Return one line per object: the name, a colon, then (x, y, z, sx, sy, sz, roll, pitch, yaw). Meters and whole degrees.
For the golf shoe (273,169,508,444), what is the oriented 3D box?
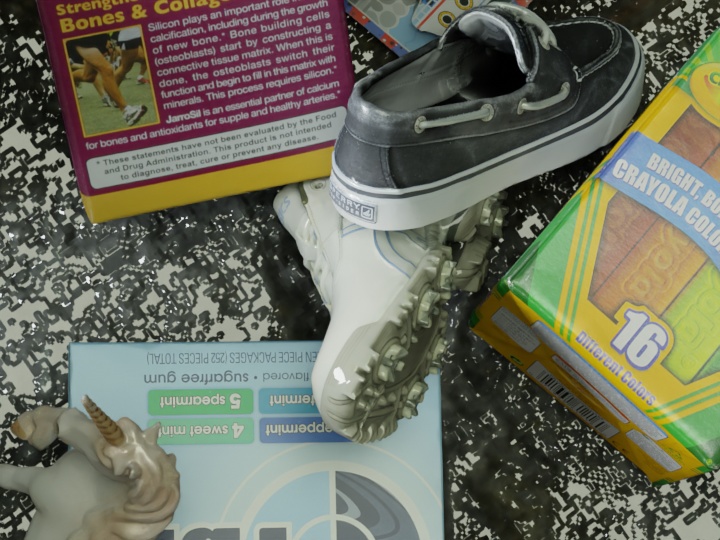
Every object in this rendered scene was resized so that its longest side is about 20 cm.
golf shoe: (0.000, 0.000, 1.000, 0.096, 0.079, 0.200, 17, 36, 10)

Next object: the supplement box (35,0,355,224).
supplement box: (-0.078, -0.138, 0.978, 0.130, 0.103, 0.201, -10, 125, -5)

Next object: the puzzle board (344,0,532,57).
puzzle board: (0.035, -0.183, 1.003, 0.150, 0.200, 0.017, 39, 43, -8)

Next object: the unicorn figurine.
unicorn figurine: (-0.130, 0.112, 0.957, 0.074, 0.137, 0.202, -15, 118, -40)

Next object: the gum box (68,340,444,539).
gum box: (-0.047, 0.133, 1.020, 0.168, 0.045, 0.202, 0, 81, -5)

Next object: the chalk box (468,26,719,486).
chalk box: (0.162, -0.020, 1.021, 0.124, 0.124, 0.200, 40, 80, 2)

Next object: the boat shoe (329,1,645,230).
boat shoe: (0.062, -0.085, 1.004, 0.072, 0.068, 0.199, 31, 41, 33)
